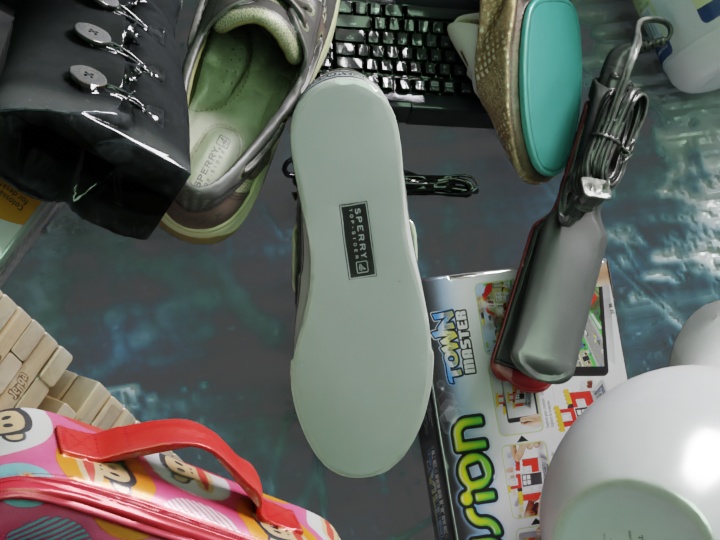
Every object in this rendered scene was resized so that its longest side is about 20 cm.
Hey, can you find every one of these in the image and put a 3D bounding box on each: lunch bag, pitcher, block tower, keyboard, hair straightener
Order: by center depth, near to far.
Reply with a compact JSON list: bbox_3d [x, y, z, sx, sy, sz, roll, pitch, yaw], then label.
[{"bbox_3d":[-0.102,0.144,0.865,0.199,0.082,0.177,21,111,-24],"label":"lunch bag"},{"bbox_3d":[-0.152,0.060,0.888,0.058,0.054,0.200,-56,133,-20],"label":"block tower"},{"bbox_3d":[0.164,0.122,0.943,0.200,0.120,0.173,-34,117,-60],"label":"pitcher"},{"bbox_3d":[0.119,-0.038,0.977,0.041,0.077,0.201,25,78,-8],"label":"hair straightener"},{"bbox_3d":[0.019,-0.093,1.040,0.198,0.021,0.128,2,77,-14],"label":"keyboard"}]

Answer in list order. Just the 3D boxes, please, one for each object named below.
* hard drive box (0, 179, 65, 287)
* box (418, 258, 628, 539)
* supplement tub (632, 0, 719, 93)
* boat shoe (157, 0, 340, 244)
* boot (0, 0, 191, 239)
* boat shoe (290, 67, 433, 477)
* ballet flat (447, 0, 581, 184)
[{"bbox_3d":[-0.251,-0.009,0.916,0.155,0.077,0.201,35,71,-5],"label":"hard drive box"},{"bbox_3d":[0.088,0.099,1.007,0.109,0.035,0.202,-5,79,-16],"label":"box"},{"bbox_3d":[0.191,-0.211,1.048,0.144,0.145,0.201,-22,84,-19],"label":"supplement tub"},{"bbox_3d":[-0.050,-0.111,0.980,0.071,0.066,0.202,22,72,-8],"label":"boat shoe"},{"bbox_3d":[-0.158,-0.107,0.914,0.163,0.066,0.201,13,38,-13],"label":"boot"},{"bbox_3d":[0.000,0.000,0.984,0.070,0.064,0.202,-1,101,1],"label":"boat shoe"},{"bbox_3d":[0.079,-0.146,1.027,0.070,0.065,0.202,2,91,-55],"label":"ballet flat"}]
